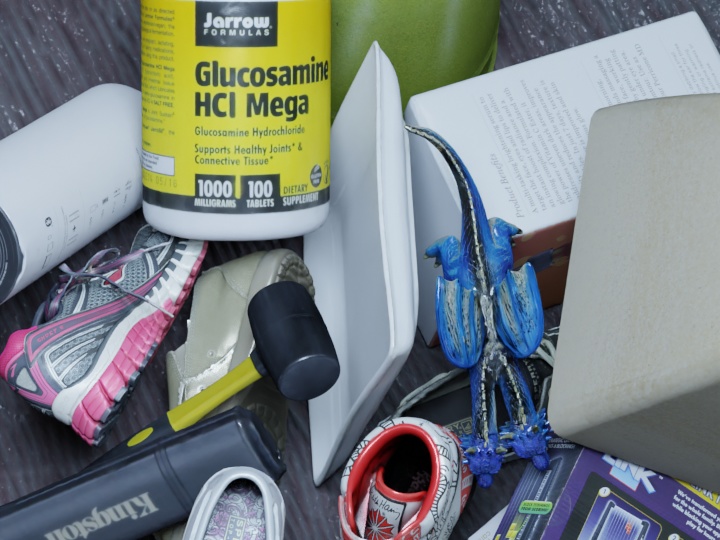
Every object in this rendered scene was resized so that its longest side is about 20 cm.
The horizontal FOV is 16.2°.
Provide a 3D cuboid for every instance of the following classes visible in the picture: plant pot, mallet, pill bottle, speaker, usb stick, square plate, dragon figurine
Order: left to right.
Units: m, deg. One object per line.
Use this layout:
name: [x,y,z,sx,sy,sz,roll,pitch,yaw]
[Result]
speaker: [-0.184,-0.046,1.478,0.081,0.081,0.200,35,30,7]
usb stick: [-0.138,0.131,1.420,0.200,0.056,0.033,-23,36,12]
mallet: [-0.097,0.089,1.431,0.200,0.041,0.066,-40,48,5]
pill bottle: [-0.073,-0.124,1.480,0.112,0.112,0.201,-3,102,-12]
square plate: [0.000,0.000,1.476,0.028,0.200,0.199,4,63,-13]
plant pot: [0.009,-0.204,1.583,0.200,0.193,0.201,4,63,-9]
dragon figurine: [0.070,0.019,1.400,0.059,0.200,0.099,-10,22,0]
plant pot: [0.244,0.008,1.385,0.200,0.177,0.200,21,67,-26]

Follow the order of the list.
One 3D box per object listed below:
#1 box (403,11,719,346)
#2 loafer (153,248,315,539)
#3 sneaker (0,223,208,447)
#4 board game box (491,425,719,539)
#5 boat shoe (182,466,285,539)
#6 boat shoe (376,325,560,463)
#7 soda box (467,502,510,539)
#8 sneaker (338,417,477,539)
box: [0.123,-0.055,1.554,0.200,0.152,0.107,-19,71,-18]
loafer: [-0.083,0.082,1.495,0.068,0.076,0.200,5,67,33]
sneaker: [-0.145,0.019,1.468,0.075,0.081,0.200,29,29,-2]
board game box: [0.167,0.187,1.443,0.200,0.057,0.166,35,69,-20]
boat shoe: [-0.076,0.202,1.344,0.072,0.069,0.200,16,80,1]
boat shoe: [0.100,0.076,1.534,0.200,0.064,0.071,-25,71,-21]
soda box: [0.148,0.136,1.515,0.200,0.064,0.068,-38,76,-25]
sneaker: [0.001,0.176,1.413,0.067,0.108,0.202,23,82,17]
